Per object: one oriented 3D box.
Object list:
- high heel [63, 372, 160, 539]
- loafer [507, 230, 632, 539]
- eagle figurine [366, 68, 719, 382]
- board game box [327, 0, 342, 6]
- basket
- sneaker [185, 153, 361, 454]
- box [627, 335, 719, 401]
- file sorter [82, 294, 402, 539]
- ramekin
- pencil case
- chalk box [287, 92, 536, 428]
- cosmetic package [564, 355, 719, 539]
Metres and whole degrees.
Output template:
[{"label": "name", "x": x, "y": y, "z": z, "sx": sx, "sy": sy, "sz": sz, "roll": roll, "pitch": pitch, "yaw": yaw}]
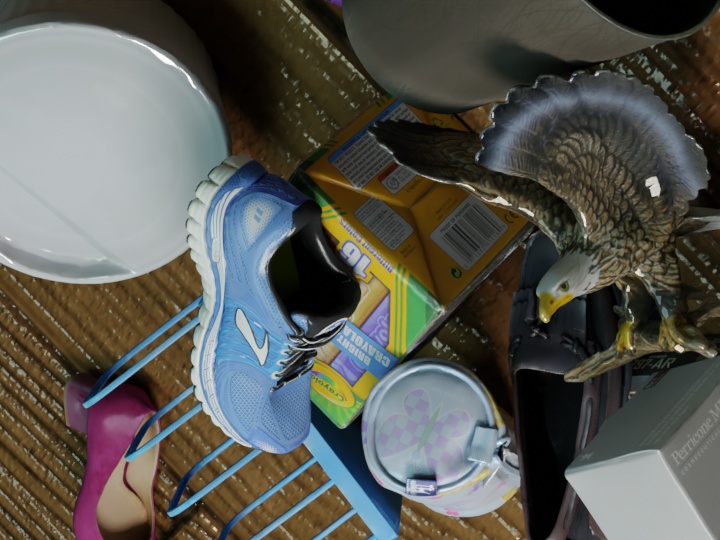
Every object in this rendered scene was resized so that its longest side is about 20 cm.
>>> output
[{"label": "high heel", "x": -0.177, "y": 0.177, "z": 1.889, "sx": 0.096, "sy": 0.067, "sz": 0.201, "roll": 18, "pitch": 131, "yaw": 46}, {"label": "loafer", "x": 0.120, "y": 0.071, "z": 1.459, "sx": 0.072, "sy": 0.063, "sz": 0.202, "roll": -10, "pitch": 84, "yaw": 45}, {"label": "eagle figurine", "x": 0.120, "y": -0.033, "z": 1.335, "sx": 0.151, "sy": 0.151, "sz": 0.201, "roll": -32, "pitch": 105, "yaw": 15}, {"label": "board game box", "x": -0.013, "y": -0.243, "z": 1.417, "sx": 0.119, "sy": 0.032, "sz": 0.201, "roll": 20, "pitch": 134, "yaw": 25}, {"label": "basket", "x": 0.084, "y": -0.169, "z": 1.303, "sx": 0.200, "sy": 0.135, "sz": 0.182, "roll": -34, "pitch": 69, "yaw": 57}, {"label": "sneaker", "x": -0.048, "y": 0.032, "z": 1.444, "sx": 0.089, "sy": 0.078, "sz": 0.201, "roll": 23, "pitch": 135, "yaw": 31}, {"label": "box", "x": 0.230, "y": 0.117, "z": 1.478, "sx": 0.199, "sy": 0.044, "sz": 0.161, "roll": -5, "pitch": 118, "yaw": 46}, {"label": "file sorter", "x": -0.078, "y": 0.118, "z": 1.658, "sx": 0.122, "sy": 0.139, "sz": 0.201, "roll": -36, "pitch": 96, "yaw": 7}, {"label": "ramekin", "x": -0.180, "y": -0.098, "z": 1.587, "sx": 0.200, "sy": 0.095, "sz": 0.204, "roll": 1, "pitch": 126, "yaw": 1}, {"label": "pencil case", "x": 0.056, "y": 0.107, "z": 1.529, "sx": 0.090, "sy": 0.084, "sz": 0.200, "roll": 1, "pitch": 171, "yaw": 7}, {"label": "chalk box", "x": 0.000, "y": 0.000, "z": 1.531, "sx": 0.124, "sy": 0.125, "sz": 0.200, "roll": 45, "pitch": 140, "yaw": 4}, {"label": "cosmetic package", "x": 0.217, "y": 0.158, "z": 1.404, "sx": 0.090, "sy": 0.107, "sz": 0.201, "roll": -16, "pitch": 112, "yaw": 49}]
